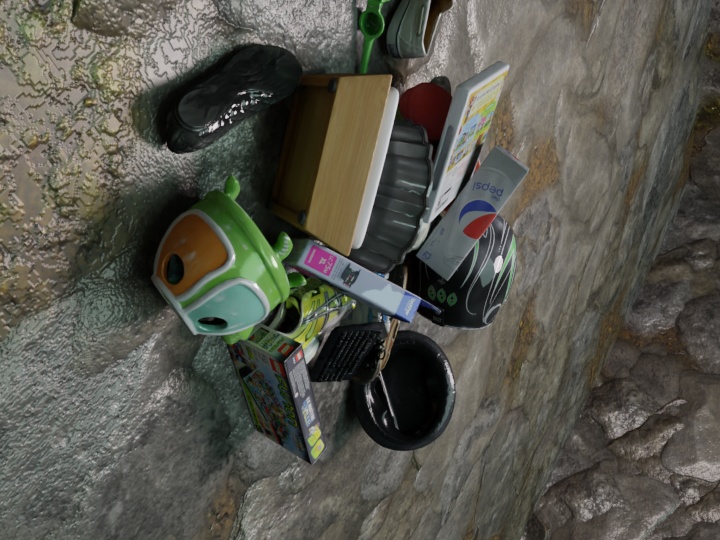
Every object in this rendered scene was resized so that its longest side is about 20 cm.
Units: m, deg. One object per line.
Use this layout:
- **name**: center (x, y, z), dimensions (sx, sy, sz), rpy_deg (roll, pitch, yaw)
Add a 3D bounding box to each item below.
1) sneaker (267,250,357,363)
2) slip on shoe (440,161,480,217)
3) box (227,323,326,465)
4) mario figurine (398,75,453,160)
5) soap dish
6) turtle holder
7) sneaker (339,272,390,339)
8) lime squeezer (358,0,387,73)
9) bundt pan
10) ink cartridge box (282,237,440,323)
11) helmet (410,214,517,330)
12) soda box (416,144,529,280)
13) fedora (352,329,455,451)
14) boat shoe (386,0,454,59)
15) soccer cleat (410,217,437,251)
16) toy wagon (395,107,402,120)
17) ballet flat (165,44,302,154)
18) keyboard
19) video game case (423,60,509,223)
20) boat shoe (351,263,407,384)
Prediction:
- **sneaker**: center (-0.060, 0.042, 0.952), dimensions (0.202, 0.074, 0.077), rpy_deg (-58, 147, -21)
- **slip on shoe**: center (0.171, -0.156, 1.153), dimensions (0.202, 0.073, 0.062), rpy_deg (-70, -178, -50)
- **box**: center (-0.109, 0.157, 0.907), dimensions (0.035, 0.109, 0.203), rpy_deg (-42, 139, -35)
- **mario figurine**: center (0.091, -0.198, 1.006), dimensions (0.201, 0.104, 0.126), rpy_deg (66, 15, -61)
- **soap dish**: center (-0.039, -0.135, 0.818), dimensions (0.080, 0.157, 0.204), rpy_deg (9, 100, -29)
- **turtle holder**: center (-0.151, 0.002, 0.756), dimensions (0.131, 0.142, 0.185), rpy_deg (-40, 180, -16)
- **sneaker**: center (0.000, 0.000, 1.030), dimensions (0.075, 0.085, 0.205), rpy_deg (46, 45, -63)
- **lime squeezer**: center (0.022, -0.338, 0.916), dimensions (0.071, 0.037, 0.204), rpy_deg (-123, -128, -89)
- **bundt pan**: center (0.010, -0.102, 0.888), dimensions (0.074, 0.201, 0.206), rpy_deg (12, 99, -25)
- **ink cartridge box**: center (-0.004, 0.017, 0.889), dimensions (0.197, 0.119, 0.043), rpy_deg (25, 86, -19)
- **helmet**: center (0.177, -0.016, 1.187), dimensions (0.198, 0.197, 0.195), rpy_deg (-15, 121, -53)
- **soda box**: center (0.167, -0.086, 1.037), dimensions (0.201, 0.063, 0.068), rpy_deg (-55, 174, 17)
- **fedora**: center (0.071, 0.205, 1.211), dimensions (0.092, 0.197, 0.204), rpy_deg (165, -52, -84)
- **boat shoe**: center (0.102, -0.383, 0.964), dimensions (0.203, 0.069, 0.071), rpy_deg (-67, 151, -15)
- **soccer cleat**: center (0.068, -0.060, 1.017), dimensions (0.079, 0.068, 0.199), rpy_deg (-67, 164, 14)
- **toy wagon**: center (0.076, -0.181, 1.074), dimensions (0.155, 0.039, 0.203), rpy_deg (-43, 139, -37)
- **ballet flat**: center (-0.135, -0.189, 0.744), dimensions (0.067, 0.057, 0.200), rpy_deg (52, 50, -5)
- **keyboard**: center (-0.010, 0.130, 0.990), dimensions (0.102, 0.040, 0.201), rpy_deg (-7, 155, -17)
- **video game case**: center (0.143, -0.180, 0.955), dimensions (0.200, 0.023, 0.185), rpy_deg (-43, 153, -55)
- **boat shoe**: center (0.029, 0.082, 1.125), dimensions (0.074, 0.074, 0.204), rpy_deg (4, 107, -68)
